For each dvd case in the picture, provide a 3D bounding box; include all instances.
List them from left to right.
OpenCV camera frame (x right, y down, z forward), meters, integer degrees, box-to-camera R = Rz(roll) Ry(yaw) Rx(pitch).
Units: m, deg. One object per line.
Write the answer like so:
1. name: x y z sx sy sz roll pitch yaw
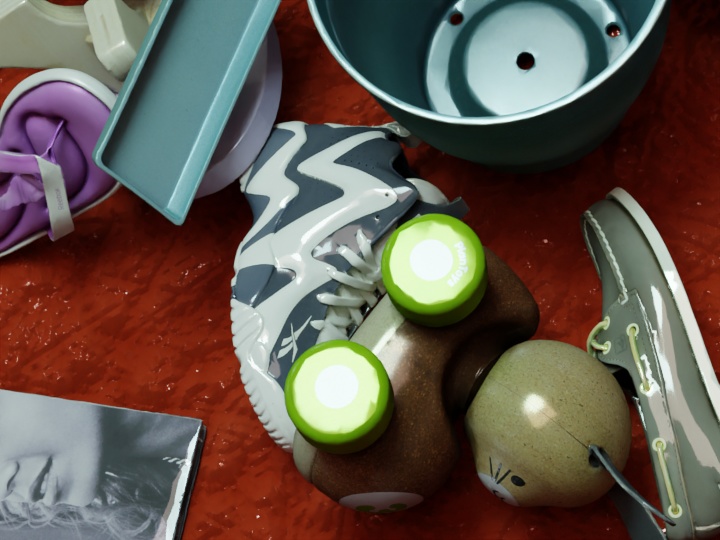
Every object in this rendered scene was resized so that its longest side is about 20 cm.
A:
1. dvd case: -0.199 0.144 1.286 0.198 0.016 0.150 7 71 16

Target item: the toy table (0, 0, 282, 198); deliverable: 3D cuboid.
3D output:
1. toy table: -0.130 -0.149 1.301 0.183 0.117 0.200 -39 46 2

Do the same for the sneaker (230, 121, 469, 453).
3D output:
1. sneaker: 0.000 0.000 1.259 0.128 0.080 0.201 -11 56 18

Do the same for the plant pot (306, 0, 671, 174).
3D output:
1. plant pot: 0.084 -0.145 1.233 0.198 0.188 0.202 -3 73 11

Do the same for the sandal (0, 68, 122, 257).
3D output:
1. sandal: -0.191 -0.046 1.280 0.082 0.202 0.050 33 52 -14

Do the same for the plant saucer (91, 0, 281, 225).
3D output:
1. plant saucer: -0.088 -0.128 1.224 0.019 0.070 0.201 3 64 46

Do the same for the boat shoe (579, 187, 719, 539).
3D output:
1. boat shoe: 0.158 0.050 1.206 0.060 0.072 0.203 -21 69 -1

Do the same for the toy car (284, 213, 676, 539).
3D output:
1. toy car: 0.079 0.092 1.164 0.199 0.164 0.158 35 80 16
